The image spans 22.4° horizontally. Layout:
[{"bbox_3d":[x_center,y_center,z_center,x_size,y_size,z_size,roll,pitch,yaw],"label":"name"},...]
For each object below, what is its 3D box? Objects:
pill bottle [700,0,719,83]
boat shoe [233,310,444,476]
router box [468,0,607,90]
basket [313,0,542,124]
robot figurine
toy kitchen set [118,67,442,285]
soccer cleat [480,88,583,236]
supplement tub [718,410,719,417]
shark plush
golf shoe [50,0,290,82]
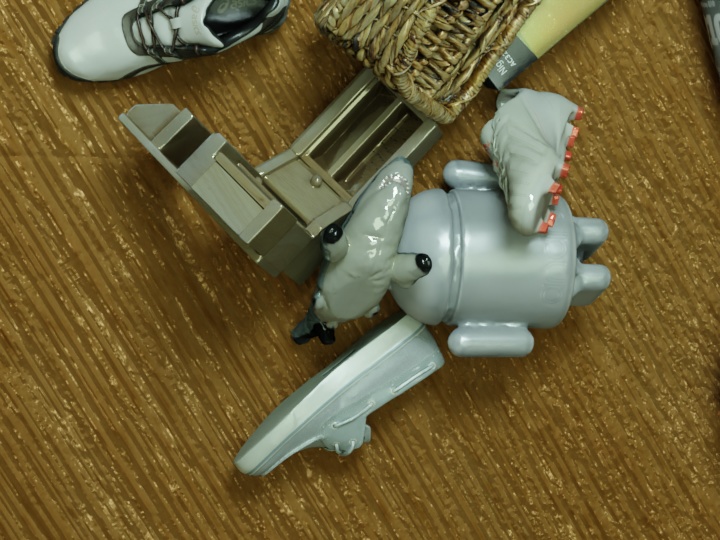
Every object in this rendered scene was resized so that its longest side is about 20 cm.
[{"bbox_3d":[0.337,-0.238,1.509,0.113,0.114,0.201,-17,100,-6],"label":"pill bottle"},{"bbox_3d":[-0.014,0.118,1.532,0.200,0.070,0.072,-39,97,-4],"label":"boat shoe"},{"bbox_3d":[0.109,-0.275,1.500,0.157,0.052,0.200,-40,102,0],"label":"router box"},{"bbox_3d":[0.078,-0.224,1.404,0.149,0.143,0.200,37,95,-10],"label":"basket"},{"bbox_3d":[0.105,-0.010,1.509,0.199,0.113,0.171,1,69,-9],"label":"robot figurine"},{"bbox_3d":[-0.065,-0.118,1.434,0.163,0.200,0.180,44,90,13],"label":"toy kitchen set"},{"bbox_3d":[0.130,-0.089,1.469,0.077,0.200,0.070,15,122,4],"label":"soccer cleat"},{"bbox_3d":[0.385,0.049,1.555,0.122,0.123,0.201,19,95,-11],"label":"supplement tub"},{"bbox_3d":[0.000,0.000,1.478,0.090,0.084,0.201,9,138,-8],"label":"shark plush"},{"bbox_3d":[-0.153,-0.201,1.452,0.199,0.095,0.078,-19,102,-4],"label":"golf shoe"}]
